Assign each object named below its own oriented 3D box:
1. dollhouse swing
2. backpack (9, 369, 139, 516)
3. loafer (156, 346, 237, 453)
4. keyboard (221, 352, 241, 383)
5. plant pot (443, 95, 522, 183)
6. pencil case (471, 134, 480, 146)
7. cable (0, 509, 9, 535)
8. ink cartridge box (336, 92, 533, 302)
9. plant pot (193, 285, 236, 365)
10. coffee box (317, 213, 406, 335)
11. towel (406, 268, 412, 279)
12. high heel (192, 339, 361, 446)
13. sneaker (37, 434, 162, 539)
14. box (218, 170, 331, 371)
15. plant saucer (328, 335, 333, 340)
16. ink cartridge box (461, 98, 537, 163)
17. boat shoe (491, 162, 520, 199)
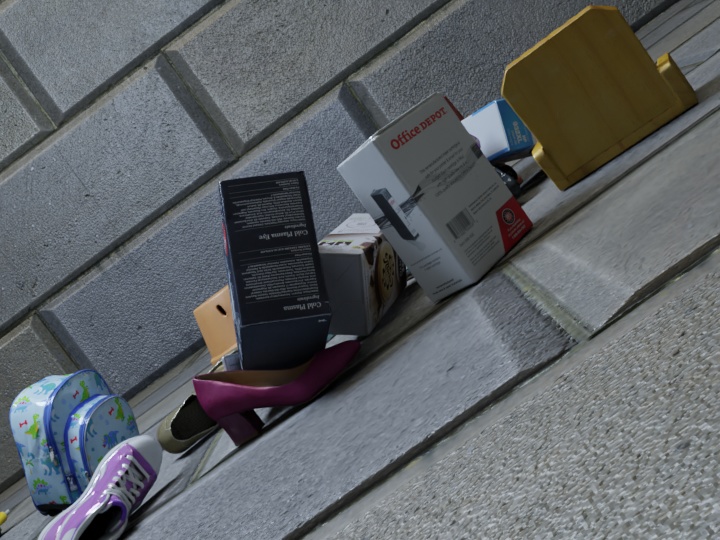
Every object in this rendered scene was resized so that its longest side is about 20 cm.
[{"bbox_3d":[0.298,-0.237,1.256,0.200,0.176,0.182,-35,5,24],"label":"dollhouse swing"},{"bbox_3d":[-0.450,0.264,1.555,0.146,0.201,0.183,-12,13,22],"label":"backpack"},{"bbox_3d":[-0.204,0.185,1.383,0.200,0.076,0.067,-48,9,-16],"label":"loafer"},{"bbox_3d":[-0.139,0.131,1.266,0.011,0.057,0.200,-11,-3,11],"label":"keyboard"},{"bbox_3d":[0.141,-0.179,1.667,0.200,0.196,0.201,-35,5,3],"label":"plant pot"},{"bbox_3d":[0.116,-0.117,1.453,0.084,0.085,0.201,117,173,-74],"label":"pencil case"},{"bbox_3d":[-0.789,0.557,1.995,0.097,0.050,0.200,-34,4,2],"label":"cable"},{"bbox_3d":[0.089,-0.088,1.141,0.144,0.200,0.084,-40,7,-41],"label":"ink cartridge box"},{"bbox_3d":[-0.230,0.096,1.884,0.200,0.140,0.200,-37,5,4],"label":"plant pot"},{"bbox_3d":[0.000,0.000,1.324,0.079,0.114,0.200,1,19,18],"label":"coffee box"},{"bbox_3d":[0.067,-0.005,1.564,0.147,0.022,0.200,-41,7,-39],"label":"towel"},{"bbox_3d":[-0.099,0.116,1.120,0.200,0.096,0.067,-36,5,8],"label":"high heel"},{"bbox_3d":[-0.286,0.272,1.158,0.114,0.073,0.201,-26,21,46],"label":"sneaker"},{"bbox_3d":[-0.105,0.012,1.158,0.104,0.183,0.200,-9,-23,-10],"label":"box"},{"bbox_3d":[-0.100,0.118,1.525,0.200,0.027,0.200,-35,6,4],"label":"plant saucer"},{"bbox_3d":[0.275,-0.231,1.545,0.199,0.084,0.145,-16,-3,-22],"label":"ink cartridge box"},{"bbox_3d":[0.209,-0.132,1.477,0.066,0.075,0.199,-31,4,9],"label":"boat shoe"}]
